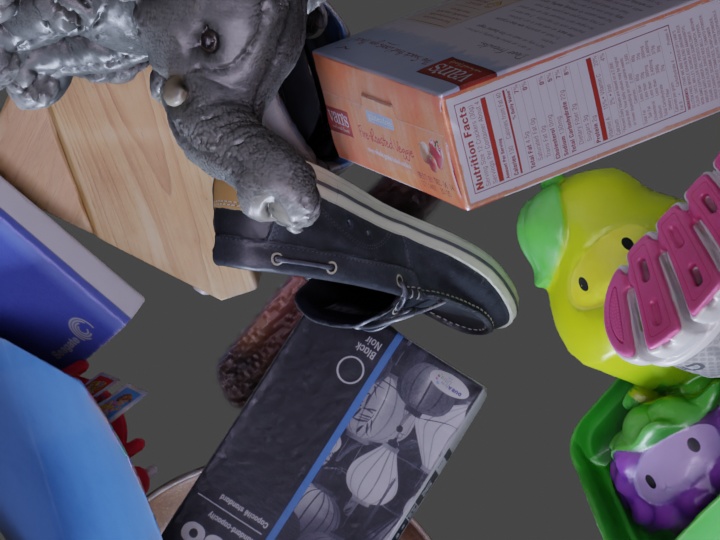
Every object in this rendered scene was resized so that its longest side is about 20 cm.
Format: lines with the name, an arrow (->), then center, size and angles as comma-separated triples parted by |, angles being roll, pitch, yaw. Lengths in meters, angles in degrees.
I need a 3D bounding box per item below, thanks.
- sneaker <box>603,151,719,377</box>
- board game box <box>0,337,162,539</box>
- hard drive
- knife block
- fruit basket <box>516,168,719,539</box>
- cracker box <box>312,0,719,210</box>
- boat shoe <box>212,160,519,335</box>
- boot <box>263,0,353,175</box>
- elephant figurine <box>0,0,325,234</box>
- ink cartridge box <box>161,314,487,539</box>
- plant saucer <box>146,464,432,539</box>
sneaker -> 0.199, -0.024, 1.213 | 0.200, 0.074, 0.087 | -46, 136, 16
board game box -> -0.139, 0.092, 1.353 | 0.039, 0.200, 0.158 | -30, 123, -28
hard drive -> -0.212, -0.020, 1.348 | 0.200, 0.025, 0.132 | 41, 143, -9
knife block -> -0.104, -0.105, 1.328 | 0.200, 0.064, 0.176 | 27, 109, -4
fruit basket -> 0.167, 0.036, 1.321 | 0.215, 0.156, 0.216 | -5, 120, -8
cracker box -> 0.096, -0.096, 1.237 | 0.199, 0.134, 0.058 | -21, 110, -19
boat shoe -> 0.000, 0.000, 1.311 | 0.074, 0.200, 0.062 | 5, 76, 42
boot -> -0.044, -0.140, 1.286 | 0.073, 0.096, 0.201 | -26, 112, -19
elephant figurine -> -0.073, -0.121, 1.192 | 0.199, 0.141, 0.156 | 10, 119, 35
ink cartridge box -> -0.030, 0.117, 1.361 | 0.099, 0.039, 0.200 | 31, 85, 8
plant saucer -> -0.046, 0.185, 1.431 | 0.200, 0.037, 0.201 | 0, 108, 1
